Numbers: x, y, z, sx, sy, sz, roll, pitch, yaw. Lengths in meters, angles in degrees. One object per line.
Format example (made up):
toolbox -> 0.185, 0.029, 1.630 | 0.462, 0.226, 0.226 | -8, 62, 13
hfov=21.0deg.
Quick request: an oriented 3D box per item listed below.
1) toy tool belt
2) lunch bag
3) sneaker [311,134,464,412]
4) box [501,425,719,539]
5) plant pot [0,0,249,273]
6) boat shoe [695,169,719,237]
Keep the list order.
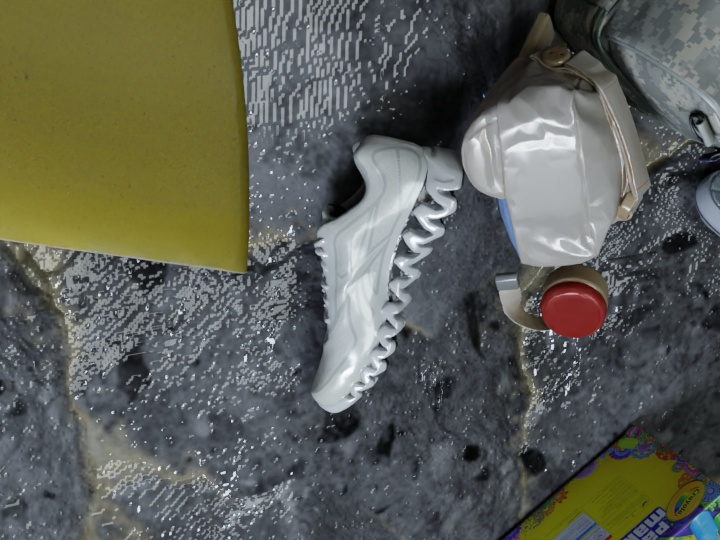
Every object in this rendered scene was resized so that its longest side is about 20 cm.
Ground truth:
toy tool belt -> 0.140, -0.067, 1.343 | 0.125, 0.123, 0.200 | -6, 126, 17
lunch bag -> 0.255, -0.183, 1.329 | 0.200, 0.168, 0.139 | -48, 124, -4
sneaker -> 0.000, 0.000, 1.330 | 0.081, 0.075, 0.200 | 18, 103, -13
box -> 0.210, 0.269, 1.518 | 0.200, 0.122, 0.193 | -40, 124, -9
plant pot -> -0.177, -0.110, 1.115 | 0.200, 0.200, 0.177 | 9, 94, -31
boat shoe -> 0.334, -0.016, 1.503 | 0.200, 0.062, 0.072 | 23, 53, -21
